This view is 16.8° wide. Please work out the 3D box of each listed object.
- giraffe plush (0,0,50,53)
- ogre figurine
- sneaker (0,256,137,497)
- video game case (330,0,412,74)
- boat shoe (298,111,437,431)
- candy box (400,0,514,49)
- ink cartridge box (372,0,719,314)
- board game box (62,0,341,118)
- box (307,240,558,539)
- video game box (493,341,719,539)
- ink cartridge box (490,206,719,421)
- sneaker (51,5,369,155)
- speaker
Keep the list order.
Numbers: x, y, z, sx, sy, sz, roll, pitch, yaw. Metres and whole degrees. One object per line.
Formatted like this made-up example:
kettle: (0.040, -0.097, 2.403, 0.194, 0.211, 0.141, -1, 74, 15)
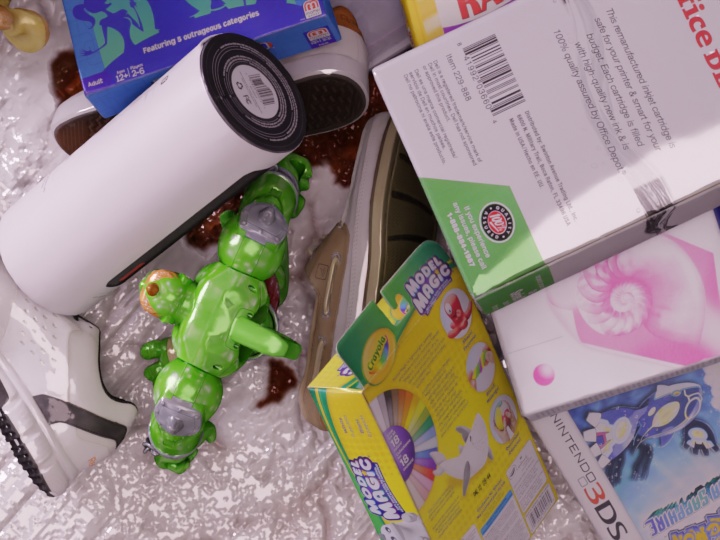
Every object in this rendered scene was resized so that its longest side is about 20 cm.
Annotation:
giraffe plush: (-0.252, -0.198, 1.389, 0.172, 0.162, 0.202, 2, 100, -43)
ogre figurine: (-0.079, 0.025, 1.448, 0.098, 0.120, 0.200, 43, 90, -1)
sneaker: (-0.208, 0.034, 1.480, 0.080, 0.074, 0.201, -31, 96, -15)
video game case: (0.009, -0.240, 1.494, 0.142, 0.019, 0.201, -31, 91, 0)
boat shoe: (0.000, 0.000, 1.468, 0.068, 0.075, 0.202, 0, 76, 31)
candy box: (0.120, -0.180, 1.448, 0.199, 0.026, 0.103, -17, 95, -2)
ink cartridge box: (0.128, -0.083, 1.374, 0.199, 0.084, 0.147, -24, 78, 3)
board game box: (-0.110, -0.209, 1.440, 0.151, 0.045, 0.201, -18, 72, 6)
box: (0.040, 0.092, 1.421, 0.048, 0.117, 0.201, 2, 127, 38)
video game box: (0.207, 0.077, 1.477, 0.199, 0.047, 0.183, -32, 101, 4)
ink cartridge box: (0.161, -0.035, 1.428, 0.199, 0.043, 0.198, -18, 82, 7)
sneaker: (-0.090, -0.113, 1.482, 0.198, 0.073, 0.085, -9, 49, 11)
speaker: (-0.125, -0.054, 1.418, 0.200, 0.081, 0.081, -36, 92, 35)
